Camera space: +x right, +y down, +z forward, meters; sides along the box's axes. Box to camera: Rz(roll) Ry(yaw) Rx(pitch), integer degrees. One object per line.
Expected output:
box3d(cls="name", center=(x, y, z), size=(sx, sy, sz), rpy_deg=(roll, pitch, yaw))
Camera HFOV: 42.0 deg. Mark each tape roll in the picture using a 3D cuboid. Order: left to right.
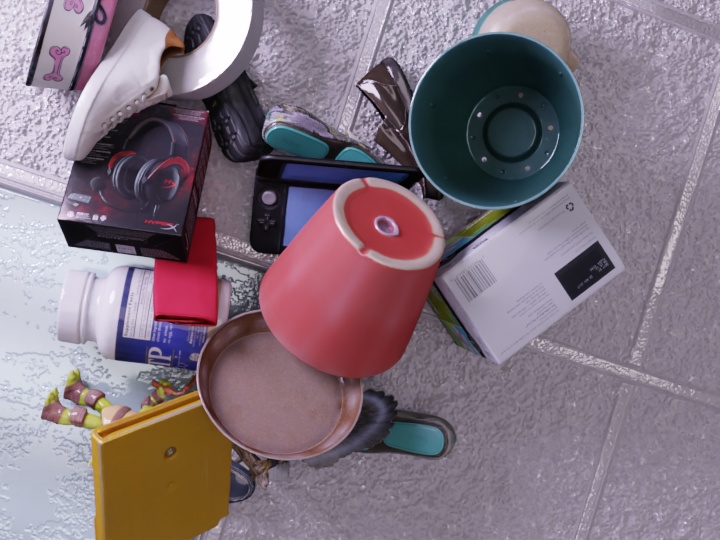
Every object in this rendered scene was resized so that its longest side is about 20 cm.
box3d(cls="tape roll", center=(-0.217, -0.311, 1.162), size=(0.202, 0.037, 0.204), rpy_deg=(-2, 84, 19))

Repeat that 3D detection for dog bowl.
box3d(cls="dog bowl", center=(-0.336, -0.305, 1.114), size=(0.074, 0.200, 0.201), rpy_deg=(16, 89, -21))

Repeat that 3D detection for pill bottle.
box3d(cls="pill bottle", center=(-0.267, 0.057, 1.166), size=(0.199, 0.120, 0.120), rpy_deg=(8, 90, -9))

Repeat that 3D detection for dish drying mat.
box3d(cls="dish drying mat", center=(-0.214, -0.004, 1.148), size=(0.077, 0.200, 0.018), rpy_deg=(4, 127, -13))

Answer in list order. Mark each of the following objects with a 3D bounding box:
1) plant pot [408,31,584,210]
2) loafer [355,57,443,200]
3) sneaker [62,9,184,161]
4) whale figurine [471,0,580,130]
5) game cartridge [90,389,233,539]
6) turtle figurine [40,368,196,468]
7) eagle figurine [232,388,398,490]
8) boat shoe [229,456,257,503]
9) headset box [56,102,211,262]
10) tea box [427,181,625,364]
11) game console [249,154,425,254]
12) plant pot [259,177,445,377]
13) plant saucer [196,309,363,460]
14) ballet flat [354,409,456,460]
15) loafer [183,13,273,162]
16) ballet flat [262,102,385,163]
box3d(cls="plant pot", center=(0.175, -0.173, 1.135), size=(0.200, 0.161, 0.201), rpy_deg=(1, 93, 18))
box3d(cls="loafer", center=(0.052, -0.178, 1.241), size=(0.071, 0.073, 0.200), rpy_deg=(-24, 87, -2))
box3d(cls="sneaker", center=(-0.273, -0.205, 1.098), size=(0.085, 0.073, 0.200), rpy_deg=(30, 80, -10))
box3d(cls="whale figurine", center=(0.213, -0.267, 1.258), size=(0.159, 0.104, 0.200), rpy_deg=(-18, 119, -8))
box3d(cls="game cartridge", center=(-0.231, 0.247, 1.106), size=(0.176, 0.032, 0.201), rpy_deg=(-17, 126, -39))
box3d(cls="turtle figurine", center=(-0.303, 0.182, 1.175), size=(0.161, 0.200, 0.065), rpy_deg=(23, 132, 8))
box3d(cls="eagle figurine", center=(-0.069, 0.187, 1.194), size=(0.200, 0.151, 0.152), rpy_deg=(-36, 117, -20))
box3d(cls="boat shoe", center=(-0.230, 0.260, 1.206), size=(0.199, 0.062, 0.075), rpy_deg=(21, 88, -9))
box3d(cls="headset box", center=(-0.269, -0.122, 1.147), size=(0.148, 0.075, 0.201), rpy_deg=(8, 64, -2))
box3d(cls="tea box", center=(0.190, -0.001, 1.198), size=(0.200, 0.197, 0.134), rpy_deg=(-36, 97, -8))
box3d(cls="game console", center=(-0.034, -0.074, 1.172), size=(0.199, 0.116, 0.176), rpy_deg=(5, 117, -9))
box3d(cls="plant pot", center=(0.000, 0.000, 1.115), size=(0.200, 0.177, 0.201), rpy_deg=(16, 45, -16))
box3d(cls="plant saucer", center=(-0.096, 0.138, 1.106), size=(0.200, 0.035, 0.201), rpy_deg=(10, 51, -13))
box3d(cls="ballet flat", center=(0.030, 0.211, 1.242), size=(0.199, 0.064, 0.068), rpy_deg=(9, 90, 19))
box3d(cls="loafer", center=(-0.170, -0.234, 1.207), size=(0.070, 0.068, 0.201), rpy_deg=(-17, 84, -46))
box3d(cls="ballet flat", center=(-0.036, -0.163, 1.219), size=(0.200, 0.072, 0.072), rpy_deg=(25, 87, -29))
